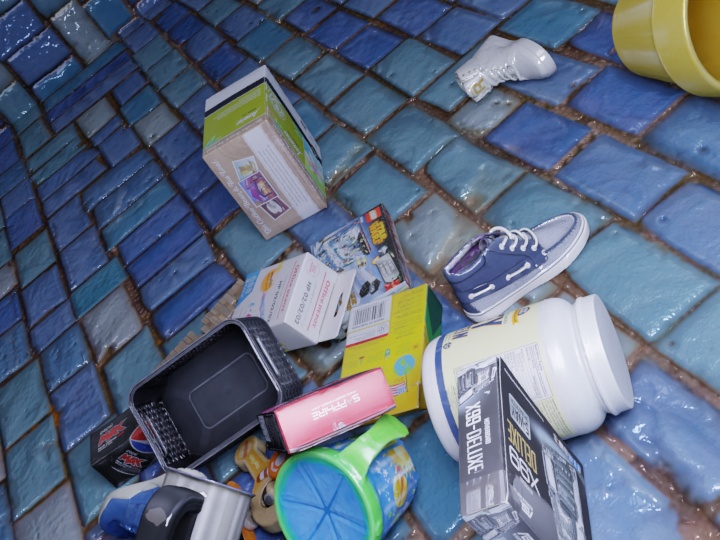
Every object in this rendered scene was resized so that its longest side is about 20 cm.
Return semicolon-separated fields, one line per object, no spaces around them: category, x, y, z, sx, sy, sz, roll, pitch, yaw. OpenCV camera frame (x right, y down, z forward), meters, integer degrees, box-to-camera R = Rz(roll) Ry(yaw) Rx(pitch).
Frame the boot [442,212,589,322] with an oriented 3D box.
boot;0.200;-0.025;1.190;0.199;0.091;0.073;-40;35;-3

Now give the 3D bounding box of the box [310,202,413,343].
box;0.000;0.000;1.381;0.135;0.040;0.202;-30;36;13

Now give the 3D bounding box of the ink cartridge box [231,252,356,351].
ink cartridge box;-0.103;0.049;1.343;0.198;0.067;0.117;-18;47;47

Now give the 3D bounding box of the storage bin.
storage bin;-0.193;0.166;1.255;0.198;0.137;0.094;-34;-9;11

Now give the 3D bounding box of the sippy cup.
sippy cup;-0.005;0.242;1.027;0.176;0.142;0.129;-22;-1;37

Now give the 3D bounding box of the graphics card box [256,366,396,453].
graphics card box;-0.044;0.157;1.036;0.123;0.052;0.200;-22;-6;-14

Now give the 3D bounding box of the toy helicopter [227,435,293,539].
toy helicopter;-0.122;0.270;1.183;0.133;0.079;0.199;-53;26;-6

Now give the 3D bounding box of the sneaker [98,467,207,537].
sneaker;-0.280;0.341;1.217;0.197;0.077;0.113;-25;44;29

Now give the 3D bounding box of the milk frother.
milk frother;-0.161;0.340;1.048;0.196;0.181;0.192;17;76;0

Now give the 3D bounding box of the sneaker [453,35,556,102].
sneaker;0.226;-0.315;1.510;0.115;0.074;0.200;-43;26;-5

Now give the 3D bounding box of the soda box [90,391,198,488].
soda box;-0.301;0.229;1.373;0.198;0.064;0.071;-35;35;5

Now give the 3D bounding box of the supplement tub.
supplement tub;0.179;0.116;1.007;0.197;0.146;0.147;-21;38;22

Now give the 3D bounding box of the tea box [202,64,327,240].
tea box;-0.164;-0.203;1.609;0.132;0.201;0.199;-26;38;14

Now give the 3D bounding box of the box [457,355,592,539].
box;0.158;0.205;0.880;0.049;0.201;0.160;-23;37;24

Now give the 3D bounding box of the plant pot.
plant pot;0.442;-0.333;1.245;0.201;0.201;0.188;-46;22;-12

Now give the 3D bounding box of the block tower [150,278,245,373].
block tower;-0.231;0.110;1.449;0.200;0.054;0.058;-47;36;-11

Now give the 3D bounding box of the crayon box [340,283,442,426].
crayon box;0.037;0.121;1.205;0.125;0.051;0.203;-18;40;26
